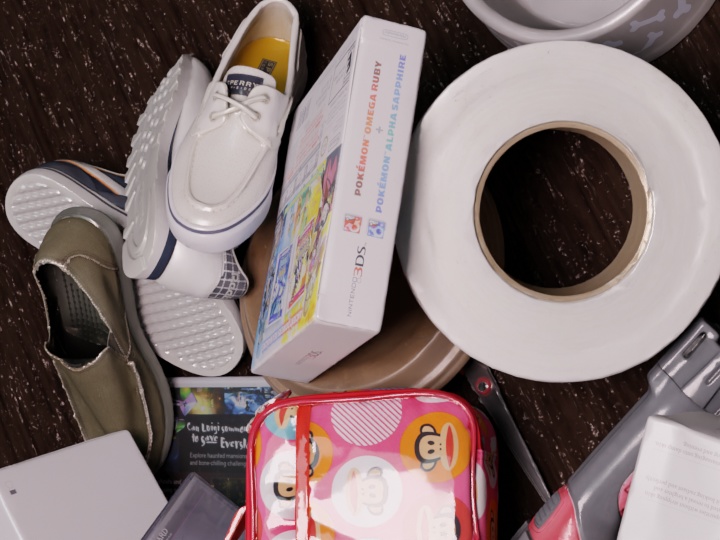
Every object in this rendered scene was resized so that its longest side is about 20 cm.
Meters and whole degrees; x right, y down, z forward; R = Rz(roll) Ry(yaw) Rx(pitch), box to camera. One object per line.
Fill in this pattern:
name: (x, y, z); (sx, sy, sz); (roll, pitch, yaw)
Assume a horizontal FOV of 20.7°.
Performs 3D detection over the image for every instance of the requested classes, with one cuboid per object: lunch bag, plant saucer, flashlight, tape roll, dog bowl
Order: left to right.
lunch bag: (-0.004, 0.174, 1.211); (0.175, 0.082, 0.201); (-3, 79, 13)
plant saucer: (0.000, 0.000, 1.293); (0.199, 0.029, 0.201); (-11, 68, 28)
tape roll: (0.119, -0.036, 1.175); (0.201, 0.071, 0.204); (0, 93, 1)
dog bowl: (0.137, -0.225, 1.233); (0.199, 0.059, 0.201); (-2, 86, 31)
flashlight: (0.170, 0.125, 1.194); (0.200, 0.068, 0.068); (-49, 61, 14)

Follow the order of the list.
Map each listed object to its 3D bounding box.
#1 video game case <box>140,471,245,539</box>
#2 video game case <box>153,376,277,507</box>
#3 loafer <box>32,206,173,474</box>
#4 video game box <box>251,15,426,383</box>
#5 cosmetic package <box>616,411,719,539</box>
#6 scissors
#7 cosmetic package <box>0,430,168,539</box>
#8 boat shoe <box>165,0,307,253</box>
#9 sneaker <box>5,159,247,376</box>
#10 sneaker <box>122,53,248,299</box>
video game case: (-0.068, 0.242, 1.245); (0.200, 0.143, 0.019); (39, 147, -5)
video game case: (-0.075, 0.164, 1.357); (0.199, 0.023, 0.183); (-2, 86, 31)
loafer: (-0.185, 0.059, 1.344); (0.075, 0.070, 0.201); (-4, 112, 28)
video game box: (-0.016, -0.036, 1.195); (0.047, 0.200, 0.183); (14, 76, -10)
cosmetic package: (0.196, 0.189, 1.081); (0.112, 0.081, 0.201); (18, 98, 33)
scissors: (0.071, 0.067, 1.283); (0.073, 0.014, 0.201); (-20, 78, 26)
cosmetic package: (-0.196, 0.252, 1.330); (0.200, 0.123, 0.200); (-47, 67, 42)
boat shoe: (-0.078, -0.101, 1.284); (0.071, 0.070, 0.201); (14, 50, 9)
sneaker: (-0.151, -0.011, 1.387); (0.200, 0.079, 0.079); (41, 115, 1)
sneaker: (-0.114, -0.063, 1.350); (0.076, 0.080, 0.201); (127, 152, -45)
